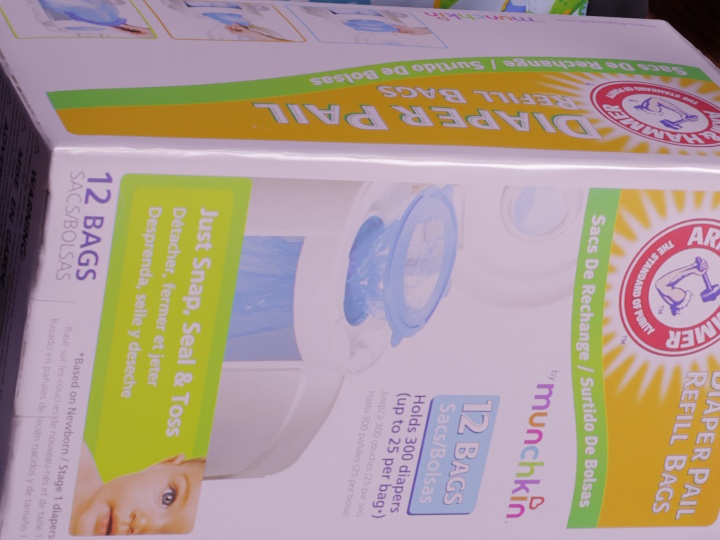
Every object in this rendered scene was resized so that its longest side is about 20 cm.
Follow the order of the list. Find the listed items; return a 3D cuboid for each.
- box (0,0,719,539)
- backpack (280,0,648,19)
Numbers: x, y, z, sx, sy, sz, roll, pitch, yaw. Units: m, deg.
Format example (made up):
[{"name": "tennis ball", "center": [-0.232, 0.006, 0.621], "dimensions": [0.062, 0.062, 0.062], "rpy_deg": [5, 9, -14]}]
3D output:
[{"name": "box", "center": [0.000, 0.000, 0.725], "dimensions": [0.199, 0.113, 0.101], "rpy_deg": [1, 26, -21]}, {"name": "backpack", "center": [-0.028, -0.113, 0.841], "dimensions": [0.199, 0.154, 0.163], "rpy_deg": [-22, 63, -22]}]
